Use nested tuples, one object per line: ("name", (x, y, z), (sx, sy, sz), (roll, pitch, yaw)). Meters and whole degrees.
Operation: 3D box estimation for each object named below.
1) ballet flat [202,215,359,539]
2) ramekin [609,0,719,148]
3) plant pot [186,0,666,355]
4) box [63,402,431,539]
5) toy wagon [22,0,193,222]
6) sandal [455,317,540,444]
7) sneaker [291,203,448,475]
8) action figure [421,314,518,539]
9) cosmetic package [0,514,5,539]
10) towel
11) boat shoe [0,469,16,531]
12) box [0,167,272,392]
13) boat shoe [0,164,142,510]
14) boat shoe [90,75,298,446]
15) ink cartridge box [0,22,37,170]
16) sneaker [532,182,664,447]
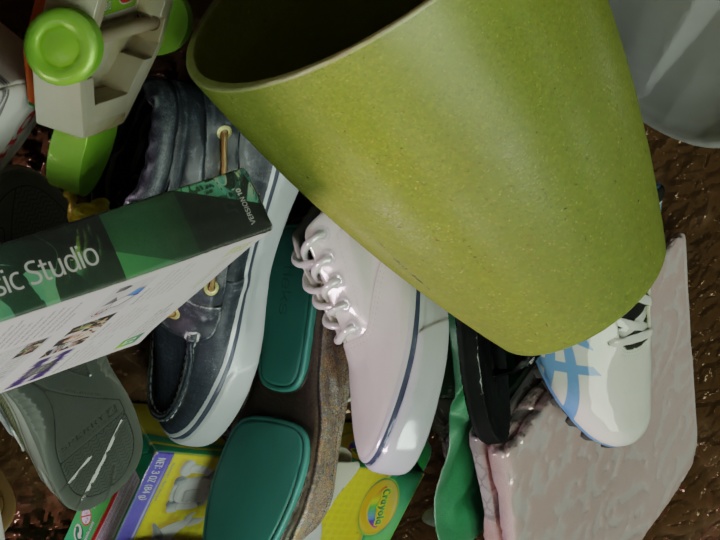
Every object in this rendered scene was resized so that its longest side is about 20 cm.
("ballet flat", (-0.026, 0.073, 1.432), (0.067, 0.068, 0.201), (11, 94, -48))
("ramekin", (0.165, -0.166, 1.314), (0.094, 0.202, 0.203), (-28, 135, -26))
("plant pot", (0.051, -0.064, 1.282), (0.187, 0.187, 0.200), (-35, 115, -3))
("box", (-0.055, 0.136, 1.515), (0.199, 0.048, 0.118), (5, 122, -36))
("toy wagon", (-0.107, -0.114, 1.210), (0.155, 0.039, 0.201), (-38, 146, -75))
("sandal", (0.073, -0.014, 1.390), (0.075, 0.048, 0.201), (-8, 97, -74))
("sneaker", (0.000, 0.000, 1.372), (0.071, 0.201, 0.073), (7, 162, -19))
("action figure", (0.051, 0.039, 1.477), (0.118, 0.054, 0.201), (-54, 145, -54))
("cosmetic package", (-0.224, 0.141, 1.313), (0.107, 0.085, 0.201), (-8, 90, -26))
("towel", (0.125, 0.103, 1.549), (0.200, 0.032, 0.192), (-47, 143, -36))
("boat shoe", (-0.266, 0.149, 1.387), (0.199, 0.071, 0.069), (-23, 160, -25))
("box", (-0.152, 0.021, 1.216), (0.200, 0.036, 0.144), (-21, 170, -37))
("boat shoe", (-0.160, 0.029, 1.355), (0.074, 0.065, 0.202), (-39, 137, -23))
("boat shoe", (-0.093, -0.006, 1.367), (0.091, 0.071, 0.201), (1, 116, -31))
("ink cartridge box", (-0.222, -0.043, 1.170), (0.147, 0.083, 0.200), (-51, 176, 13))
("sneaker", (0.124, -0.006, 1.436), (0.072, 0.072, 0.201), (-15, 100, -42))
